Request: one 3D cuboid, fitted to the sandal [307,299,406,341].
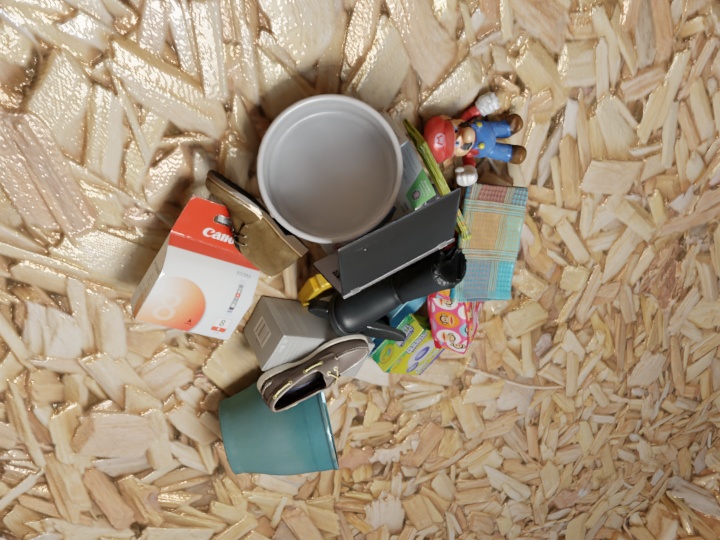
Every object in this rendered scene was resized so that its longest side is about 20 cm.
[{"bbox_3d":[0.004,0.076,1.337,0.200,0.075,0.048,25,71,-34],"label":"sandal"}]

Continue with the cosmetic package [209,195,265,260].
[{"bbox_3d":[-0.207,-0.016,1.210,0.082,0.051,0.201,-1,128,-34],"label":"cosmetic package"}]

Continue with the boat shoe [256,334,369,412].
[{"bbox_3d":[-0.069,0.170,1.306,0.199,0.060,0.072,-22,136,-15],"label":"boat shoe"}]

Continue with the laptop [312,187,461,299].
[{"bbox_3d":[0.030,-0.057,1.122,0.186,0.200,0.116,-27,120,-12],"label":"laptop"}]

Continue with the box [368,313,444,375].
[{"bbox_3d":[0.100,0.144,1.523,0.117,0.048,0.200,-49,152,13],"label":"box"}]

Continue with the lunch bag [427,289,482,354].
[{"bbox_3d":[0.185,0.034,1.454,0.201,0.081,0.177,81,27,-44],"label":"lunch bag"}]

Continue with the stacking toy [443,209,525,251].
[{"bbox_3d":[0.192,-0.069,1.364,0.199,0.085,0.086,-31,141,-31],"label":"stacking toy"}]

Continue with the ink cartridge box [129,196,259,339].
[{"bbox_3d":[-0.217,0.004,1.151,0.162,0.050,0.200,18,120,-39],"label":"ink cartridge box"}]

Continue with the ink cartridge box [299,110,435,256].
[{"bbox_3d":[-0.002,-0.122,1.221,0.199,0.088,0.145,-34,142,1],"label":"ink cartridge box"}]

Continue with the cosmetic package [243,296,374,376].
[{"bbox_3d":[-0.087,0.117,1.370,0.199,0.107,0.090,14,118,-39],"label":"cosmetic package"}]

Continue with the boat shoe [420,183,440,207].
[{"bbox_3d":[0.117,-0.063,1.368,0.062,0.073,0.201,-20,131,-12],"label":"boat shoe"}]

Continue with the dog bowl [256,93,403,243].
[{"bbox_3d":[-0.041,-0.138,1.101,0.200,0.201,0.079,-36,-179,0],"label":"dog bowl"}]

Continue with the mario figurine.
[{"bbox_3d":[0.188,-0.207,1.252,0.199,0.124,0.106,-8,144,-34],"label":"mario figurine"}]

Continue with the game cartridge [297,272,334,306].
[{"bbox_3d":[0.000,0.000,1.304,0.199,0.033,0.176,-24,175,-14],"label":"game cartridge"}]

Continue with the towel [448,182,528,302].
[{"bbox_3d":[0.216,-0.044,1.329,0.146,0.022,0.202,0,103,-38],"label":"towel"}]

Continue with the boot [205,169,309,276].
[{"bbox_3d":[-0.156,-0.060,1.104,0.075,0.074,0.200,-43,131,2],"label":"boot"}]

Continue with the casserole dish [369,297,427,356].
[{"bbox_3d":[0.053,0.087,1.459,0.200,0.039,0.121,-48,165,14],"label":"casserole dish"}]

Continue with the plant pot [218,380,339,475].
[{"bbox_3d":[-0.150,0.276,1.421,0.187,0.201,0.201,-12,135,-3],"label":"plant pot"}]

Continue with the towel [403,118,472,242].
[{"bbox_3d":[0.116,-0.135,1.215,0.018,0.086,0.200,-31,128,1],"label":"towel"}]

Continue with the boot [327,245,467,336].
[{"bbox_3d":[0.061,0.026,1.250,0.168,0.077,0.200,-24,-178,44],"label":"boot"}]
